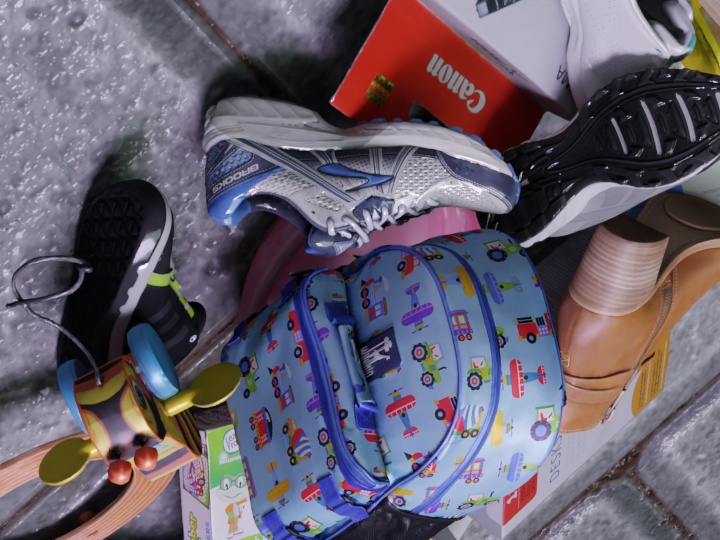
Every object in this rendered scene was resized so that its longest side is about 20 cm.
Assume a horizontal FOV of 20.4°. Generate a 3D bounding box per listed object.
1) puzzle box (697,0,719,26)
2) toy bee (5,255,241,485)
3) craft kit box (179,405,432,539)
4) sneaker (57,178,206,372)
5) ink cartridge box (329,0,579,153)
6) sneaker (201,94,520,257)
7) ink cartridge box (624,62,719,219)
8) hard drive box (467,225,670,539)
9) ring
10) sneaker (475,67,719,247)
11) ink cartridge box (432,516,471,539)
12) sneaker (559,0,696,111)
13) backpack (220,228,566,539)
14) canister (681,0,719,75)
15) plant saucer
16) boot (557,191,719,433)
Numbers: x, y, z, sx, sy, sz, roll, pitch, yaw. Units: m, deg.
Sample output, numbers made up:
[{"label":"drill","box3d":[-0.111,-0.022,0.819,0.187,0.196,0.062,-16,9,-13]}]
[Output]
[{"label":"puzzle box","box3d":[0.223,-0.221,1.200,0.133,0.200,0.025,-48,-170,-33]},{"label":"toy bee","box3d":[-0.145,0.089,1.192,0.131,0.109,0.199,-38,145,22]},{"label":"craft kit box","box3d":[-0.036,0.184,1.444,0.199,0.048,0.200,-12,108,-36]},{"label":"sneaker","box3d":[-0.136,0.016,1.262,0.082,0.072,0.201,-7,143,-28]},{"label":"ink cartridge box","box3d":[0.087,-0.138,1.267,0.200,0.043,0.175,32,86,-50]},{"label":"sneaker","box3d":[-0.002,-0.045,1.224,0.198,0.086,0.077,7,162,2]},{"label":"ink cartridge box","box3d":[0.238,-0.132,1.411,0.115,0.068,0.201,-12,135,-30]},{"label":"hard drive box","box3d":[0.144,0.076,1.494,0.200,0.077,0.157,-38,145,-28]},{"label":"ring","box3d":[-0.214,0.156,1.342,0.199,0.019,0.201,-24,156,-11]},{"label":"sneaker","box3d":[0.165,-0.074,1.278,0.199,0.075,0.079,-25,167,38]},{"label":"ink cartridge box","box3d":[0.011,0.260,1.607,0.199,0.068,0.117,3,127,-41]},{"label":"sneaker","box3d":[0.179,-0.143,1.261,0.075,0.088,0.201,-48,139,-19]},{"label":"backpack","box3d":[0.025,0.069,1.231,0.134,0.184,0.200,7,152,-39]},{"label":"canister","box3d":[0.278,-0.225,1.294,0.199,0.149,0.087,-31,-174,-4]},{"label":"plant saucer","box3d":[0.000,0.000,1.367,0.199,0.051,0.202,-22,139,-21]},{"label":"boot","box3d":[0.200,0.031,1.402,0.199,0.074,0.156,-7,123,-44]}]
